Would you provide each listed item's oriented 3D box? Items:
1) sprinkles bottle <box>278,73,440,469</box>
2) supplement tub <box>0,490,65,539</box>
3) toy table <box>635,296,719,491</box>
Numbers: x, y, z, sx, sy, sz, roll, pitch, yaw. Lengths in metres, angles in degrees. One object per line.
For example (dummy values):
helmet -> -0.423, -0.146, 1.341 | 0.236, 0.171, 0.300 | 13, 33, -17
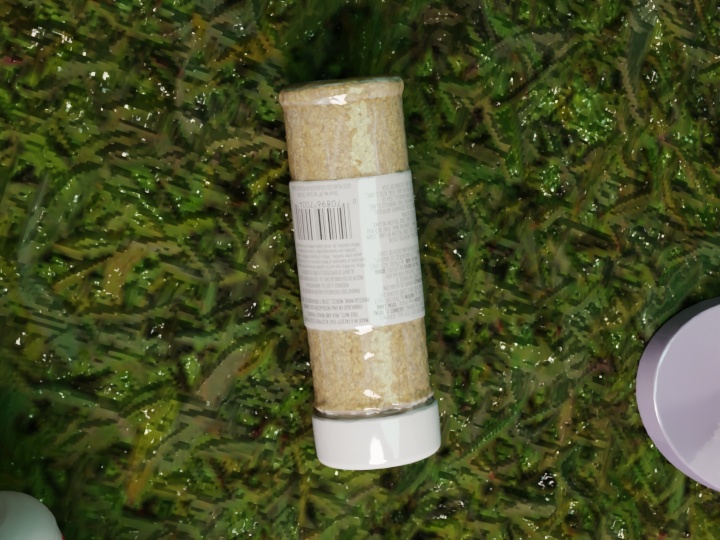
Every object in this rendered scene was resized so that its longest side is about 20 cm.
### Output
sprinkles bottle -> 0.000, 0.000, 0.877 | 0.068, 0.068, 0.202 | -9, 98, -26
supplement tub -> -0.166, 0.218, 0.765 | 0.140, 0.140, 0.201 | -31, 107, -22
toy table -> 0.279, 0.086, 1.002 | 0.198, 0.117, 0.186 | 0, 94, -28
